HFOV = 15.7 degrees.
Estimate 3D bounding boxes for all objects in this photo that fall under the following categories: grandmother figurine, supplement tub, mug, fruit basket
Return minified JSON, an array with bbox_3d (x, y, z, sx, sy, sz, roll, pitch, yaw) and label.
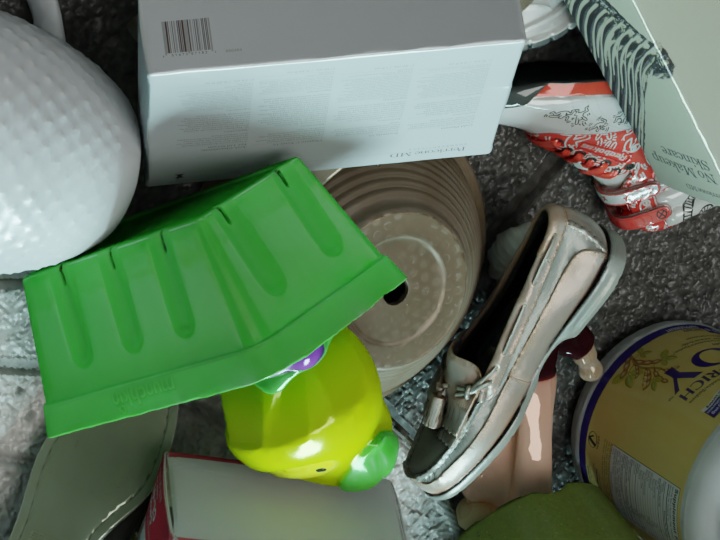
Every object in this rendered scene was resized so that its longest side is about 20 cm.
[{"bbox_3d":[0.105,0.065,1.675,0.121,0.060,0.201,-13,115,-34],"label":"grandmother figurine"},{"bbox_3d":[0.242,0.127,1.685,0.145,0.200,0.146,-10,111,-26],"label":"supplement tub"},{"bbox_3d":[-0.213,-0.095,1.407,0.175,0.147,0.201,11,71,-39],"label":"mug"},{"bbox_3d":[-0.065,0.055,1.467,0.155,0.215,0.217,-34,124,-45],"label":"fruit basket"}]

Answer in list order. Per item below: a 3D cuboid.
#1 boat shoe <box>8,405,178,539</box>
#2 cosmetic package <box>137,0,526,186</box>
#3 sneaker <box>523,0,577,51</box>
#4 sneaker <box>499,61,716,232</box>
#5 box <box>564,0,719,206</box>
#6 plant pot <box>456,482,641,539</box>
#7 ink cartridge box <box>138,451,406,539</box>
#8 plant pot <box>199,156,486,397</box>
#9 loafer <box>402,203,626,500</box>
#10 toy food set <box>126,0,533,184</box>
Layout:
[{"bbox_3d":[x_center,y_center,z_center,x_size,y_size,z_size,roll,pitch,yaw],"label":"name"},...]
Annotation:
[{"bbox_3d":[-0.167,0.150,1.553,0.202,0.071,0.061,-61,168,-11],"label":"boat shoe"},{"bbox_3d":[-0.020,-0.103,1.409,0.199,0.151,0.052,-6,68,-8],"label":"cosmetic package"},{"bbox_3d":[0.116,-0.194,1.594,0.200,0.074,0.087,-34,110,-23],"label":"sneaker"},{"bbox_3d":[0.153,-0.076,1.646,0.200,0.067,0.109,-7,108,-29],"label":"sneaker"},{"bbox_3d":[0.186,-0.135,1.558,0.068,0.082,0.200,-43,124,-16],"label":"box"},{"bbox_3d":[0.142,0.243,1.645,0.199,0.191,0.200,-21,152,-12],"label":"plant pot"},{"bbox_3d":[-0.068,0.214,1.550,0.147,0.086,0.201,8,126,-16],"label":"ink cartridge box"},{"bbox_3d":[0.000,0.000,1.574,0.200,0.093,0.202,-10,112,-25],"label":"plant pot"},{"bbox_3d":[0.080,0.046,1.598,0.063,0.072,0.200,31,99,-32],"label":"loafer"},{"bbox_3d":[-0.015,-0.151,1.519,0.200,0.060,0.144,-41,96,-7],"label":"toy food set"}]
